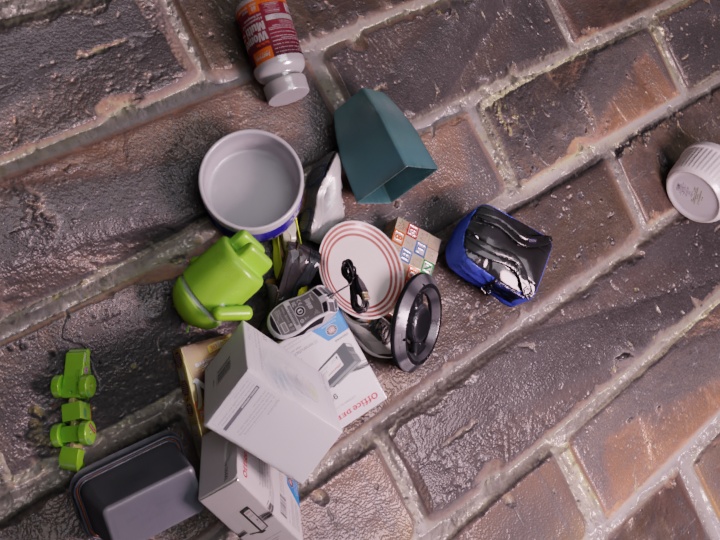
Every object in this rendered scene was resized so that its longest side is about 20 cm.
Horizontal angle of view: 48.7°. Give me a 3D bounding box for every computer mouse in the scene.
[{"bbox_3d":[-0.080,0.066,1.468,0.197,0.044,0.111,-27,64,-8],"label":"computer mouse"}]

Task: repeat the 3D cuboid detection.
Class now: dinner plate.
[{"bbox_3d":[0.000,0.000,1.573,0.196,0.024,0.205,13,64,-28],"label":"dinner plate"}]

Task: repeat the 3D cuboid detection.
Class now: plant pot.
[{"bbox_3d":[0.036,-0.261,1.643,0.140,0.140,0.203,-6,67,-57],"label":"plant pot"}]

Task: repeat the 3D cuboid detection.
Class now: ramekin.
[{"bbox_3d":[0.892,-0.219,2.064,0.105,0.200,0.202,-39,97,-18],"label":"ramekin"}]

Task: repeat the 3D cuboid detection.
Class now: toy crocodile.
[{"bbox_3d":[-0.475,0.233,1.333,0.066,0.062,0.205,-7,74,8],"label":"toy crocodile"}]

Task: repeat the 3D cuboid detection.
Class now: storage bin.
[{"bbox_3d":[-0.354,0.379,1.305,0.197,0.133,0.149,-21,107,-28],"label":"storage bin"}]

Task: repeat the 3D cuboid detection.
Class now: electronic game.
[{"bbox_3d":[0.114,0.106,1.614,0.199,0.041,0.205,-26,120,-55],"label":"electronic game"}]

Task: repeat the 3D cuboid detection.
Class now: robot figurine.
[{"bbox_3d":[-0.256,0.022,1.435,0.199,0.176,0.116,-42,136,4],"label":"robot figurine"}]

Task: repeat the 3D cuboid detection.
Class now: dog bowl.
[{"bbox_3d":[-0.206,-0.159,1.509,0.195,0.079,0.205,2,73,-5],"label":"dog bowl"}]

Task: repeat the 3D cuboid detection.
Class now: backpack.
[{"bbox_3d":[0.280,-0.029,1.717,0.197,0.167,0.165,30,64,-13],"label":"backpack"}]

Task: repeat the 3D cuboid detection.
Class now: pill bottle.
[{"bbox_3d":[-0.175,-0.446,1.607,0.108,0.109,0.205,-16,86,-29],"label":"pill bottle"}]

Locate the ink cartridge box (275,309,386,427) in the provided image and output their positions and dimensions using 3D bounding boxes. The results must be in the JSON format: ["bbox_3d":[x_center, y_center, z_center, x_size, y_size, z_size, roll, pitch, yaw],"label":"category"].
[{"bbox_3d":[-0.059,0.192,1.520,0.143,0.084,0.203,-31,94,-9],"label":"ink cartridge box"}]

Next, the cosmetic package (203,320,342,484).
[{"bbox_3d":[-0.151,0.218,1.346,0.199,0.200,0.124,37,99,-20],"label":"cosmetic package"}]

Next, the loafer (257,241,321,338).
[{"bbox_3d":[-0.152,0.038,1.508,0.071,0.073,0.203,28,92,-20],"label":"loafer"}]

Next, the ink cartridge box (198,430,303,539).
[{"bbox_3d":[-0.186,0.372,1.359,0.083,0.147,0.201,-29,123,11],"label":"ink cartridge box"}]

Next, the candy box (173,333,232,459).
[{"bbox_3d":[-0.259,0.226,1.446,0.113,0.055,0.205,-12,85,-30],"label":"candy box"}]

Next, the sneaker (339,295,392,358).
[{"bbox_3d":[0.018,0.114,1.601,0.198,0.079,0.075,33,64,-19],"label":"sneaker"}]

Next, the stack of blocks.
[{"bbox_3d":[0.086,0.007,1.670,0.113,0.058,0.204,26,68,-20],"label":"stack of blocks"}]

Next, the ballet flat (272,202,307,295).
[{"bbox_3d":[-0.139,-0.039,1.560,0.065,0.067,0.205,-8,83,-28],"label":"ballet flat"}]

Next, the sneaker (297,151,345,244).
[{"bbox_3d":[-0.070,-0.145,1.628,0.086,0.074,0.205,25,73,-35],"label":"sneaker"}]
